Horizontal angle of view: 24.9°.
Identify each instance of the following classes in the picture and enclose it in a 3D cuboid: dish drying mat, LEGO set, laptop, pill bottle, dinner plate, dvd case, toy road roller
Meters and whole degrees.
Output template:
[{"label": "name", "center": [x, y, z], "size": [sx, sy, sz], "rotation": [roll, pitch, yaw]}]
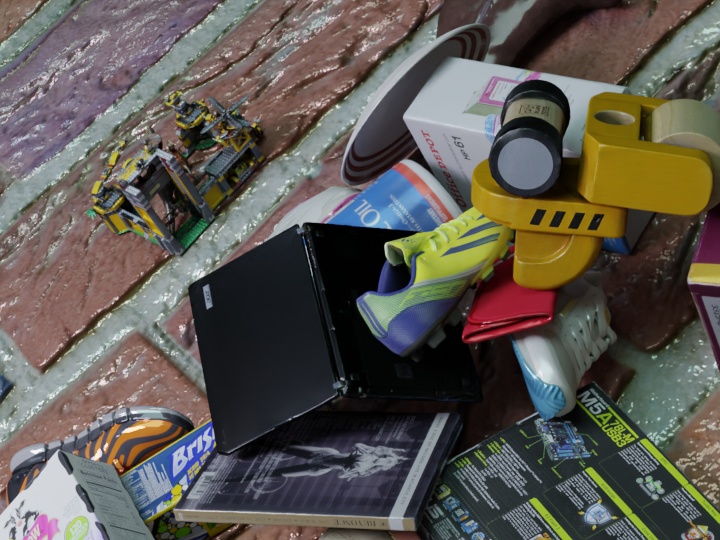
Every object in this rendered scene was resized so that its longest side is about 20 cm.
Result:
[{"label": "dish drying mat", "center": [0.130, 0.013, 1.357], "size": [0.077, 0.018, 0.200], "rotation": [-15, 14, 15]}, {"label": "LEGO set", "center": [-0.203, -0.121, 1.697], "size": [0.200, 0.116, 0.154], "rotation": [-42, 45, -11]}, {"label": "laptop", "center": [-0.024, 0.059, 1.370], "size": [0.199, 0.103, 0.178], "rotation": [4, 51, -24]}, {"label": "pill bottle", "center": [0.000, 0.000, 1.486], "size": [0.200, 0.112, 0.112], "rotation": [-40, 45, -7]}, {"label": "dinner plate", "center": [0.048, -0.162, 1.549], "size": [0.200, 0.200, 0.024], "rotation": [-44, 74, -12]}, {"label": "dvd case", "center": [-0.031, 0.157, 1.304], "size": [0.199, 0.016, 0.149], "rotation": [-1, 27, 19]}, {"label": "toy road roller", "center": [0.188, -0.061, 1.297], "size": [0.199, 0.146, 0.123], "rotation": [6, 27, 8]}]

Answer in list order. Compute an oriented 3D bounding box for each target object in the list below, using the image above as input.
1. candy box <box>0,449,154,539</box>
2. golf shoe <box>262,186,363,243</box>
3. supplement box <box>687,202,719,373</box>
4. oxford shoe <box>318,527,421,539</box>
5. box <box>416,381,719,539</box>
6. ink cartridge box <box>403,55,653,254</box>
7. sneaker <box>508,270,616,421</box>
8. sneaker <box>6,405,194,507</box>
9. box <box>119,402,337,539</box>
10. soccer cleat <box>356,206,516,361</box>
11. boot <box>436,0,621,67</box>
[{"label": "candy box", "center": [-0.240, 0.279, 1.346], "size": [0.168, 0.071, 0.200], "rotation": [-48, 52, 12]}, {"label": "golf shoe", "center": [-0.067, -0.011, 1.573], "size": [0.200, 0.075, 0.092], "rotation": [-35, 29, -6]}, {"label": "supplement box", "center": [0.345, -0.028, 1.309], "size": [0.103, 0.131, 0.200], "rotation": [4, 53, 30]}, {"label": "oxford shoe", "center": [0.038, 0.268, 1.240], "size": [0.074, 0.071, 0.200], "rotation": [-27, 57, -12]}, {"label": "box", "center": [0.157, 0.196, 1.249], "size": [0.193, 0.048, 0.200], "rotation": [-25, 42, -16]}, {"label": "ink cartridge box", "center": [0.157, -0.106, 1.469], "size": [0.200, 0.145, 0.085], "rotation": [17, 63, 38]}, {"label": "sneaker", "center": [0.167, 0.052, 1.339], "size": [0.081, 0.077, 0.200], "rotation": [-15, 23, 12]}, {"label": "sneaker", "center": [-0.235, 0.200, 1.476], "size": [0.200, 0.078, 0.112], "rotation": [-24, 48, 23]}, {"label": "box", "center": [-0.110, 0.169, 1.427], "size": [0.200, 0.070, 0.064], "rotation": [-32, 46, 0]}, {"label": "soccer cleat", "center": [0.065, -0.010, 1.341], "size": [0.065, 0.084, 0.200], "rotation": [-42, 7, 47]}, {"label": "boot", "center": [0.165, -0.239, 1.655], "size": [0.199, 0.072, 0.167], "rotation": [10, 70, 33]}]
